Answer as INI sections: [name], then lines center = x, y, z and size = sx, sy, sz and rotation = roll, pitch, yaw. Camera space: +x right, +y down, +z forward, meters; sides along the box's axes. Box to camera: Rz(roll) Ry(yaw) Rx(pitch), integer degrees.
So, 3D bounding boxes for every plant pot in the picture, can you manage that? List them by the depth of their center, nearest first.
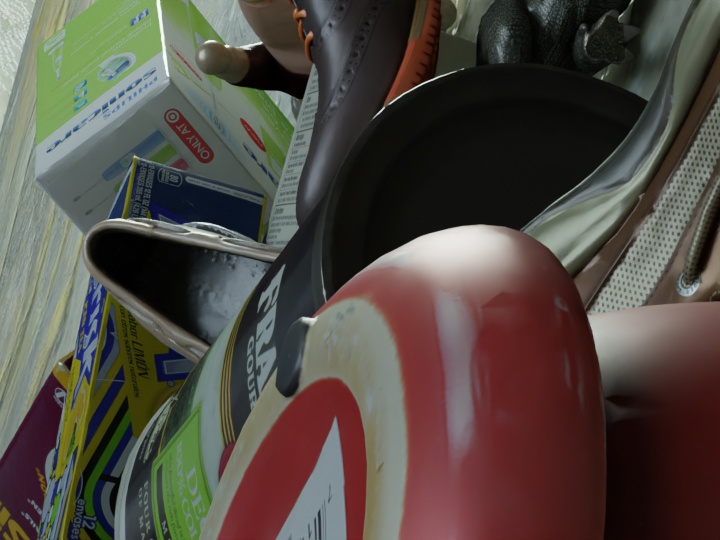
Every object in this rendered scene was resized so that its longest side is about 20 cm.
[plant pot]
center = 0.062, 0.099, 0.447
size = 0.200, 0.182, 0.201
rotation = -164, 90, -74

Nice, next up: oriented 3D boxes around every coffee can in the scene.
[coffee can]
center = 0.023, 0.051, 0.705
size = 0.200, 0.146, 0.147
rotation = 129, 154, -56

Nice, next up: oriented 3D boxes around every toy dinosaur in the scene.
[toy dinosaur]
center = 0.076, -0.101, 0.869
size = 0.102, 0.077, 0.200
rotation = -90, 15, -81

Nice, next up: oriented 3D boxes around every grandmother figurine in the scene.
[grandmother figurine]
center = -0.015, -0.111, 1.096
size = 0.200, 0.121, 0.061
rotation = 76, -166, -72

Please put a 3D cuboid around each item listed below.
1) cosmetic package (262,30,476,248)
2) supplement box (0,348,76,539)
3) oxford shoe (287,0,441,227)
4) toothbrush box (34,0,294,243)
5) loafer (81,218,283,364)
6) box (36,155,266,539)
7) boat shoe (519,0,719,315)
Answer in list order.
[cosmetic package]
center = 0.000, 0.000, 0.985
size = 0.104, 0.073, 0.200
rotation = -175, 103, -75
[supplement box]
center = -0.106, 0.105, 1.125
size = 0.086, 0.110, 0.200
rotation = -36, -10, -35
[oxford shoe]
center = -0.003, -0.095, 0.899
size = 0.071, 0.072, 0.200
rotation = 102, -177, -60
[toothbrush box]
center = -0.088, -0.054, 1.190
size = 0.086, 0.146, 0.200
rotation = -36, 23, 10
[loafer]
center = -0.027, 0.024, 0.885
size = 0.200, 0.063, 0.072
rotation = 19, 88, 39
[box]
center = -0.088, 0.053, 0.985
size = 0.070, 0.064, 0.200
rotation = 122, 159, -49
[boat shoe]
center = 0.101, -0.015, 0.534
size = 0.200, 0.076, 0.074
rotation = -54, 51, 30
